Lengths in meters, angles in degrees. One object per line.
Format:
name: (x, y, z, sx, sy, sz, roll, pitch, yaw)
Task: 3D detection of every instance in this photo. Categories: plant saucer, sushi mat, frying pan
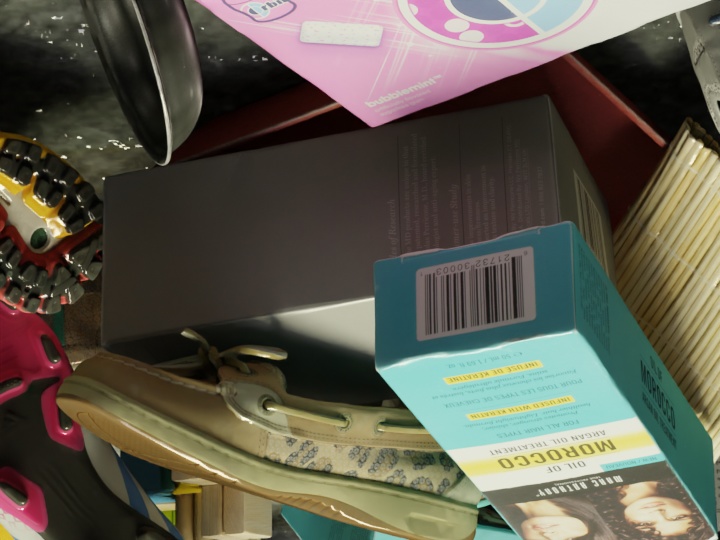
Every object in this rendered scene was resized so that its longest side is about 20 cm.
plant saucer: (0.043, -0.042, 1.069, 0.200, 0.037, 0.200, -18, 147, 30)
sushi mat: (0.133, 0.032, 1.058, 0.096, 0.012, 0.200, 41, 135, 13)
frying pan: (-0.096, -0.130, 0.891, 0.031, 0.190, 0.115, -20, -162, -13)

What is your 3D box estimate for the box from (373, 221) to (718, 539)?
box: (0.078, 0.055, 0.980, 0.082, 0.049, 0.200, -12, 148, 19)

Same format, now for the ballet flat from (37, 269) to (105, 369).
ballet flat: (-0.105, 0.063, 1.224, 0.068, 0.067, 0.200, -15, 148, 25)

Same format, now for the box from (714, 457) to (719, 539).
box: (0.155, 0.134, 1.222, 0.117, 0.197, 0.200, -3, 151, 7)

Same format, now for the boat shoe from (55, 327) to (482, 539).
boat shoe: (-0.032, 0.062, 1.000, 0.200, 0.063, 0.073, 21, 172, -35)

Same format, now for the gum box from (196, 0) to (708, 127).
gum box: (0.052, -0.131, 0.874, 0.200, 0.066, 0.113, -19, 147, 30)

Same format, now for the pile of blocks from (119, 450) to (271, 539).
pile of blocks: (-0.083, 0.116, 1.142, 0.082, 0.062, 0.200, 0, 168, -4)

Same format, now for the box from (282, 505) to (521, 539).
box: (0.020, 0.130, 1.243, 0.082, 0.049, 0.200, 10, -175, -14)

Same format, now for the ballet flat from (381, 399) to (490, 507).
ballet flat: (0.042, 0.063, 1.198, 0.069, 0.069, 0.200, 2, -172, -4)

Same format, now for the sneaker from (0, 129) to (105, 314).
sneaker: (-0.191, -0.056, 0.994, 0.082, 0.078, 0.200, 19, 154, 47)

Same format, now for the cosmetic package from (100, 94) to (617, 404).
cosmetic package: (0.000, 0.000, 1.021, 0.200, 0.090, 0.107, -13, 152, 17)

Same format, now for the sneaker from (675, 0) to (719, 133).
sneaker: (0.176, -0.057, 0.995, 0.075, 0.082, 0.200, -17, 147, 27)

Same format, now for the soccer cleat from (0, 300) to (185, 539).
soccer cleat: (-0.137, 0.094, 1.068, 0.070, 0.200, 0.086, -34, 178, -19)

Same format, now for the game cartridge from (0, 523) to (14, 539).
game cartridge: (-0.224, 0.083, 1.139, 0.176, 0.032, 0.200, 9, 135, 55)
